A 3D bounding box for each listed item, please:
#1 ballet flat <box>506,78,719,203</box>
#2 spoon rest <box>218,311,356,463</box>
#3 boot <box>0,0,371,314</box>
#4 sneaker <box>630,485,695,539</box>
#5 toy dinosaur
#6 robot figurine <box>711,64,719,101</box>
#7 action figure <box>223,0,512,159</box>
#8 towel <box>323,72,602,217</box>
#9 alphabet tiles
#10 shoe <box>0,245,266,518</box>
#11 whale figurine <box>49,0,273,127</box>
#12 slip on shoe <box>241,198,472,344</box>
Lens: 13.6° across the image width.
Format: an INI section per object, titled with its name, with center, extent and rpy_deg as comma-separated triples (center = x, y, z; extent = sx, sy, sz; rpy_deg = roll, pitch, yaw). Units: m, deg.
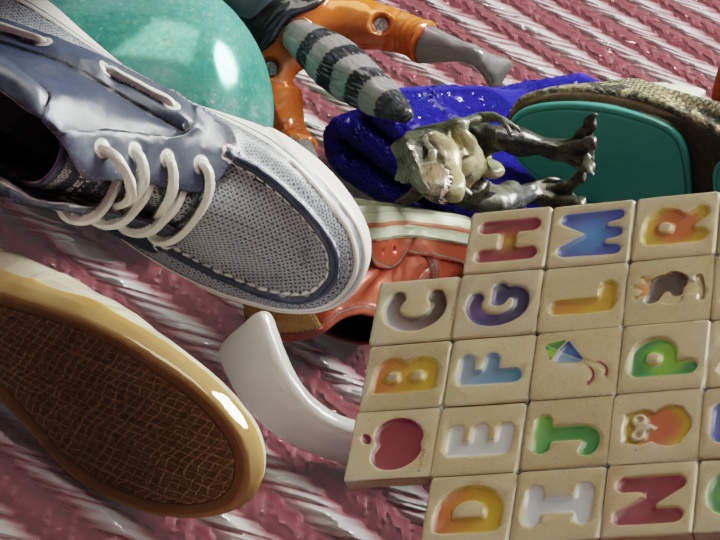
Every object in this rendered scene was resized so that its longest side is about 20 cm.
[ballet flat]
center = 0.167, -0.053, 1.386
extent = 0.199, 0.068, 0.075
rpy_deg = 16, 38, 30
[spoon rest]
center = 0.043, 0.041, 1.211
extent = 0.199, 0.099, 0.061
rpy_deg = -5, 70, -30
[boot]
center = -0.088, -0.033, 1.145
extent = 0.199, 0.073, 0.090
rpy_deg = 30, 22, -7
[sneaker]
center = 0.109, 0.079, 1.149
extent = 0.066, 0.091, 0.200
rpy_deg = 16, 23, -8
[toy dinosaur]
center = 0.057, -0.044, 1.318
extent = 0.088, 0.048, 0.200
rpy_deg = 3, -3, 2
[robot figurine]
center = 0.236, -0.054, 1.476
extent = 0.143, 0.117, 0.201
rpy_deg = 23, 38, -31
[action figure]
center = -0.021, -0.141, 1.390
extent = 0.193, 0.200, 0.105
rpy_deg = 45, 5, 13
[towel]
center = 0.092, -0.053, 1.490
extent = 0.147, 0.050, 0.199
rpy_deg = 32, 26, 30
[alphabet tiles]
center = 0.095, 0.034, 1.108
extent = 0.199, 0.006, 0.167
rpy_deg = -5, 46, 18
[shoe]
center = -0.110, 0.027, 1.120
extent = 0.199, 0.070, 0.053
rpy_deg = 27, 32, 24
[whale figurine]
center = -0.124, -0.089, 1.299
extent = 0.199, 0.104, 0.159
rpy_deg = 20, 18, -36
[slip on shoe]
center = 0.000, 0.000, 1.293
extent = 0.074, 0.062, 0.200
rpy_deg = 7, 4, 22
